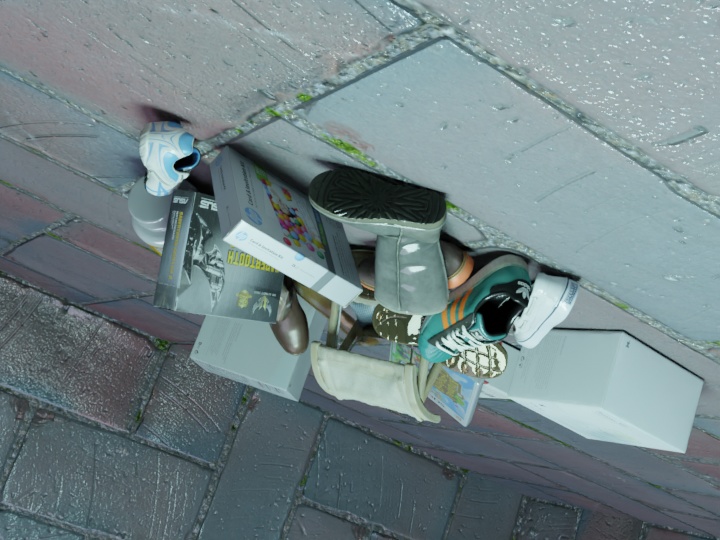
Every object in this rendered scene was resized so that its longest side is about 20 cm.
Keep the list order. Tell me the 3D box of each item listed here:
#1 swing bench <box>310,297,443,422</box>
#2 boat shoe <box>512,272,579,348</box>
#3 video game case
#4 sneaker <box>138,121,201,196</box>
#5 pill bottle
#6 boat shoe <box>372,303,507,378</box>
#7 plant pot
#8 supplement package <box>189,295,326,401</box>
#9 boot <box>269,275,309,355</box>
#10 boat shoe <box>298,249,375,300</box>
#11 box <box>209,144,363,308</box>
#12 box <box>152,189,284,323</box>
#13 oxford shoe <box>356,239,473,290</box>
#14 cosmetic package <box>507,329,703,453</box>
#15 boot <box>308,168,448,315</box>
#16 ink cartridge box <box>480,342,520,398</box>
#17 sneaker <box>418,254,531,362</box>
[{"bbox_3d":[0.041,0.111,1.543,0.198,0.201,0.130,8,162,37],"label":"swing bench"},{"bbox_3d":[0.232,0.046,1.333,0.065,0.074,0.200,25,156,1],"label":"boat shoe"},{"bbox_3d":[0.124,0.171,1.699,0.182,0.022,0.200,38,157,18],"label":"video game case"},{"bbox_3d":[-0.242,-0.137,1.284,0.072,0.072,0.200,13,169,-4],"label":"sneaker"},{"bbox_3d":[-0.269,-0.069,1.483,0.109,0.110,0.200,15,165,18],"label":"pill bottle"},{"bbox_3d":[0.117,0.086,1.396,0.199,0.072,0.068,22,-158,14],"label":"boat shoe"},{"bbox_3d":[-0.051,0.072,1.736,0.200,0.028,0.200,38,176,3],"label":"plant pot"},{"bbox_3d":[-0.190,0.125,1.924,0.199,0.192,0.147,18,166,10],"label":"supplement package"},{"bbox_3d":[-0.123,0.065,1.590,0.064,0.188,0.200,-19,-172,-4],"label":"boot"},{"bbox_3d":[0.000,0.000,1.493,0.199,0.072,0.076,10,-171,32],"label":"boat shoe"},{"bbox_3d":[-0.094,-0.055,1.250,0.199,0.041,0.156,30,-152,-34],"label":"box"},{"bbox_3d":[-0.185,-0.015,1.373,0.048,0.160,0.199,8,177,38],"label":"box"},{"bbox_3d":[0.058,-0.016,1.341,0.199,0.072,0.072,-8,140,46],"label":"oxford shoe"},{"bbox_3d":[0.371,0.181,1.515,0.199,0.124,0.199,28,162,-30],"label":"cosmetic package"},{"bbox_3d":[0.026,-0.029,1.223,0.181,0.073,0.200,18,153,11],"label":"boot"},{"bbox_3d":[0.184,0.165,1.782,0.146,0.083,0.200,27,164,-21],"label":"ink cartridge box"},{"bbox_3d":[0.142,0.067,1.282,0.071,0.080,0.200,28,126,-21],"label":"sneaker"}]
